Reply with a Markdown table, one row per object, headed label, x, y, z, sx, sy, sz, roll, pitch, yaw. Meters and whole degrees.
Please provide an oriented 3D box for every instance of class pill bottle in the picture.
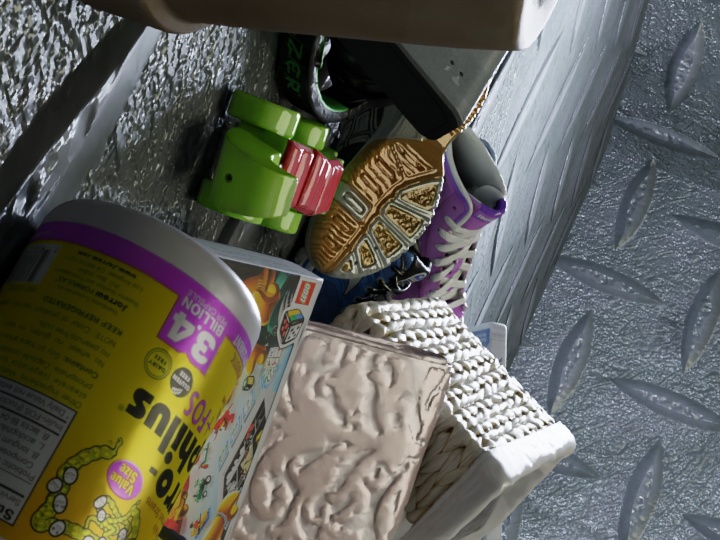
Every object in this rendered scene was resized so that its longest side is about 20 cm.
| label | x | y | z | sx | sy | sz | roll | pitch | yaw |
| --- | --- | --- | --- | --- | --- | --- | --- | --- | --- |
| pill bottle | -0.124 | 0.080 | 0.561 | 0.105 | 0.103 | 0.202 | 87 | 27 | -64 |

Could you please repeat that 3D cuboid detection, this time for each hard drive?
| label | x | y | z | sx | sy | sz | roll | pitch | yaw |
| --- | --- | --- | --- | --- | --- | --- | --- | --- | --- |
| hard drive | 0.041 | -0.186 | 0.801 | 0.033 | 0.140 | 0.201 | -26 | -157 | 44 |

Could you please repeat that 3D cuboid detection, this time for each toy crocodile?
| label | x | y | z | sx | sy | sz | roll | pitch | yaw |
| --- | --- | --- | --- | --- | --- | --- | --- | --- | --- |
| toy crocodile | -0.043 | -0.055 | 0.804 | 0.200 | 0.061 | 0.068 | 2 | 109 | -79 |

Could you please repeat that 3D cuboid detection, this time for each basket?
| label | x | y | z | sx | sy | sz | roll | pitch | yaw |
| --- | --- | --- | --- | --- | --- | --- | --- | --- | --- |
| basket | 0.015 | 0.139 | 0.998 | 0.198 | 0.161 | 0.200 | -46 | 166 | 16 |

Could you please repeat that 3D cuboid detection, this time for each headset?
| label | x | y | z | sx | sy | sz | roll | pitch | yaw |
| --- | --- | --- | --- | --- | --- | --- | --- | --- | --- |
| headset | 0.029 | -0.158 | 0.872 | 0.200 | 0.093 | 0.125 | -38 | 150 | -47 |

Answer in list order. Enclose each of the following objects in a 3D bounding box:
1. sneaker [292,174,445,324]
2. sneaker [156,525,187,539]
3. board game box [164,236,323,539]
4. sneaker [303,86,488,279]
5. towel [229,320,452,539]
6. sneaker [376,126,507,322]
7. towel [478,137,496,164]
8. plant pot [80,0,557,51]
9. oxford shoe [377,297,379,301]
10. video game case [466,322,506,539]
| label | x | y | z | sx | sy | sz | roll | pitch | yaw |
| --- | --- | --- | --- | --- | --- | --- | --- | --- | --- |
| sneaker | 0.000 | 0.000 | 1.027 | 0.202 | 0.088 | 0.078 | -65 | 169 | 10 |
| sneaker | -0.146 | 0.191 | 0.612 | 0.198 | 0.080 | 0.129 | -30 | -174 | 38 |
| board game box | -0.100 | 0.084 | 0.744 | 0.126 | 0.034 | 0.203 | 12 | 99 | -54 |
| sneaker | 0.014 | -0.081 | 0.960 | 0.076 | 0.087 | 0.201 | 46 | 67 | -35 |
| towel | -0.054 | 0.126 | 0.843 | 0.032 | 0.189 | 0.203 | 31 | -77 | 61 |
| sneaker | 0.065 | -0.017 | 1.080 | 0.072 | 0.113 | 0.203 | -25 | 111 | -37 |
| towel | 0.051 | -0.015 | 1.246 | 0.202 | 0.048 | 0.171 | -66 | -170 | -5 |
| plant pot | 0.001 | -0.167 | 0.533 | 0.200 | 0.172 | 0.203 | 22 | 90 | -77 |
| oxford shoe | -0.010 | 0.029 | 1.140 | 0.071 | 0.071 | 0.203 | 25 | 81 | -53 |
| video game case | 0.060 | 0.151 | 1.263 | 0.199 | 0.022 | 0.185 | -18 | -114 | 55 |
